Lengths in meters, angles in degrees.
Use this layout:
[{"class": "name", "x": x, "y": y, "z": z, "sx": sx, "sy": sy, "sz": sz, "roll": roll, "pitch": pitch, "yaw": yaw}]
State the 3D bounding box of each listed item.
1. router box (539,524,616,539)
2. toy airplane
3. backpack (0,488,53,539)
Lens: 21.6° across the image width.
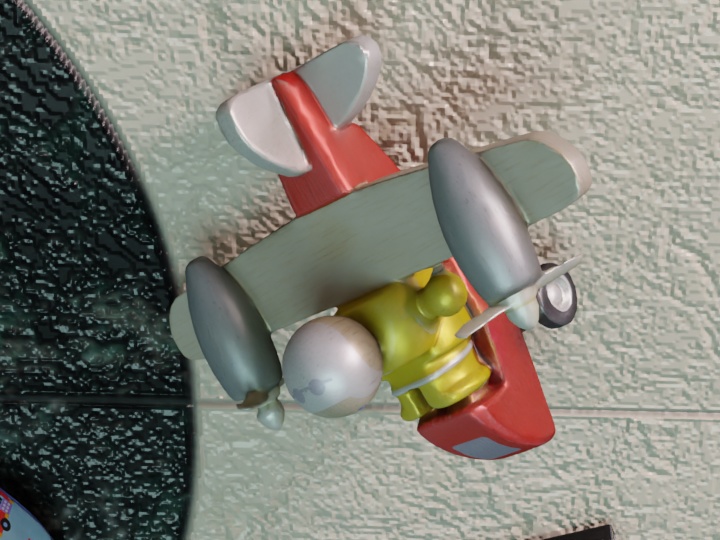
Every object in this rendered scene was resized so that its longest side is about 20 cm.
[{"class": "router box", "x": 0.064, "y": 0.235, "z": 1.044, "sx": 0.198, "sy": 0.052, "sz": 0.158, "roll": -15, "pitch": 121, "yaw": 12}, {"class": "toy airplane", "x": 0.000, "y": 0.000, "z": 0.845, "sx": 0.198, "sy": 0.142, "sz": 0.201, "roll": 19, "pitch": 138, "yaw": 13}, {"class": "backpack", "x": -0.261, "y": 0.191, "z": 0.984, "sx": 0.199, "sy": 0.135, "sz": 0.183, "roll": -36, "pitch": 115, "yaw": 19}]
